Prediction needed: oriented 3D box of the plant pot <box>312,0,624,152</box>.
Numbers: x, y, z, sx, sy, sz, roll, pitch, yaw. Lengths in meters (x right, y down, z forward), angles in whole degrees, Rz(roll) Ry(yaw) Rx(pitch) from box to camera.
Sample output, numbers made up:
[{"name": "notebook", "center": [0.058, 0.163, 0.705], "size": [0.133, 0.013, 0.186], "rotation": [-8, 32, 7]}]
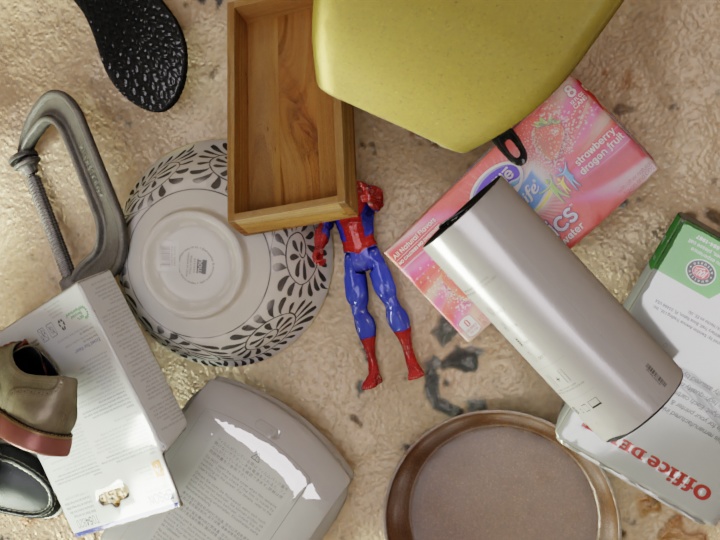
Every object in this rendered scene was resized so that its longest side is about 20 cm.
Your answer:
[{"name": "plant pot", "center": [0.064, -0.202, 0.823], "size": [0.194, 0.196, 0.200], "rotation": [24, 119, -7]}]

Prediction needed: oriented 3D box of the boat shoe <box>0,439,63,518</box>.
[{"name": "boat shoe", "center": [-0.367, 0.184, 1.110], "size": [0.200, 0.060, 0.076], "rotation": [17, 99, 9]}]

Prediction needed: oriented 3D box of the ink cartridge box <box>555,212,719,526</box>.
[{"name": "ink cartridge box", "center": [0.264, 0.076, 0.952], "size": [0.147, 0.083, 0.200], "rotation": [31, 102, 7]}]

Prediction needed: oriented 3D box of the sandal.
[{"name": "sandal", "center": [-0.201, -0.223, 1.038], "size": [0.075, 0.048, 0.201], "rotation": [-36, 76, 15]}]

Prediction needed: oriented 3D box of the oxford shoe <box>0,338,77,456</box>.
[{"name": "oxford shoe", "center": [-0.296, 0.091, 1.024], "size": [0.200, 0.070, 0.075], "rotation": [21, 93, 40]}]

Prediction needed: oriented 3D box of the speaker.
[{"name": "speaker", "center": [0.138, 0.027, 0.879], "size": [0.081, 0.081, 0.200], "rotation": [-43, 92, 13]}]

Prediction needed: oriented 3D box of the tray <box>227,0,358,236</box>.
[{"name": "tray", "center": [-0.056, -0.133, 0.973], "size": [0.099, 0.037, 0.200], "rotation": [-9, 69, 17]}]

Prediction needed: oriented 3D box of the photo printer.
[{"name": "photo printer", "center": [-0.112, 0.204, 1.054], "size": [0.166, 0.069, 0.200], "rotation": [34, 102, 7]}]

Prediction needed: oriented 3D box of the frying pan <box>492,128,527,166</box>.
[{"name": "frying pan", "center": [0.093, -0.155, 0.944], "size": [0.190, 0.031, 0.115], "rotation": [32, 86, 39]}]

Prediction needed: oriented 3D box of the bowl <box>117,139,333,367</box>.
[{"name": "bowl", "center": [-0.128, -0.010, 1.015], "size": [0.201, 0.094, 0.201], "rotation": [1, 96, 9]}]

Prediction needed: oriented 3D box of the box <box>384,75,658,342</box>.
[{"name": "box", "center": [0.127, -0.052, 0.958], "size": [0.200, 0.095, 0.103], "rotation": [-43, 89, 13]}]

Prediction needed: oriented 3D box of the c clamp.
[{"name": "c clamp", "center": [-0.261, -0.047, 1.048], "size": [0.171, 0.027, 0.200], "rotation": [-26, 80, 48]}]

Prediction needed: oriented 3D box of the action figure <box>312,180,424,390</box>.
[{"name": "action figure", "center": [0.000, 0.000, 0.995], "size": [0.065, 0.099, 0.200], "rotation": [-14, 91, 12]}]

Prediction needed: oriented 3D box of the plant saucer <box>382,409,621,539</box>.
[{"name": "plant saucer", "center": [0.120, 0.212, 1.025], "size": [0.200, 0.034, 0.200], "rotation": [2, 98, 12]}]

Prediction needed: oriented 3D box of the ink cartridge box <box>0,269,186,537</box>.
[{"name": "ink cartridge box", "center": [-0.230, 0.120, 1.035], "size": [0.200, 0.041, 0.200], "rotation": [-24, 91, 46]}]
